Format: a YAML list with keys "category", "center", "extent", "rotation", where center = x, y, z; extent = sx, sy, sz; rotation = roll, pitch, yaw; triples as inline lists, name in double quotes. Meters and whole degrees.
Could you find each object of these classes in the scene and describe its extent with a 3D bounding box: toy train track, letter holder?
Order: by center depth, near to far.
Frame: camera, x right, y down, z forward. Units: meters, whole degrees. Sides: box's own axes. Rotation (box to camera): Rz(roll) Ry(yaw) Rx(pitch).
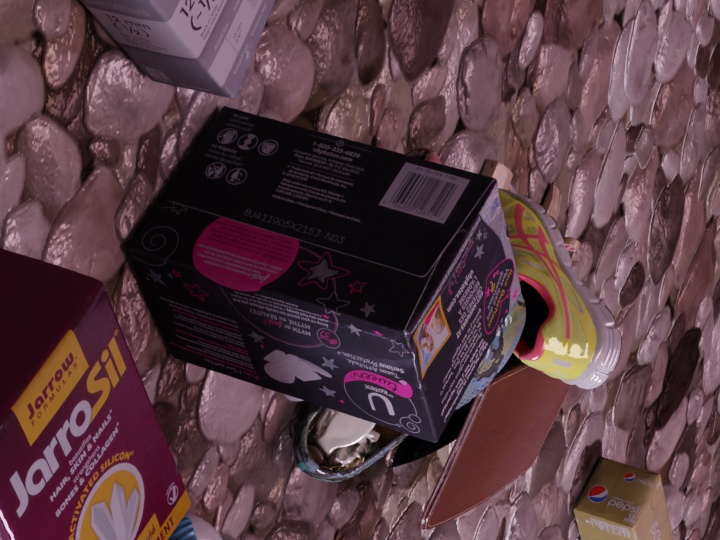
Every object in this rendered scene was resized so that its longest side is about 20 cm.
- category: "letter holder"
  center: [0.075, 0.099, 1.866]
  extent: [0.200, 0.100, 0.143]
  rotation: [-21, 136, -59]
- category: "toy train track"
  center: [0.141, -0.033, 2.002]
  extent: [0.115, 0.032, 0.200]
  rotation: [-67, 152, -16]

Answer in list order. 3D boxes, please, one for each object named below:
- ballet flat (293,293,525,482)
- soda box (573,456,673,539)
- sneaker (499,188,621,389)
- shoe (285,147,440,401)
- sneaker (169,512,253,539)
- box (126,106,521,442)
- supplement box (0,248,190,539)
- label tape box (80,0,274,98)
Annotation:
- category: "ballet flat"
  center: [0.035, 0.080, 1.717]
  extent: [0.200, 0.074, 0.074]
  rotation: [-43, 152, 5]
- category: "soda box"
  center: [0.260, 0.268, 2.359]
  extent: [0.068, 0.064, 0.201]
  rotation: [-58, 150, -30]
- category: "sneaker"
  center: [0.108, 0.003, 1.801]
  extent: [0.090, 0.200, 0.078]
  rotation: [7, 124, -44]
- category: "shoe"
  center: [0.000, 0.000, 1.713]
  extent: [0.200, 0.071, 0.091]
  rotation: [-41, 114, -29]
- category: "sneaker"
  center: [-0.101, 0.203, 1.613]
  extent: [0.201, 0.076, 0.081]
  rotation: [76, 31, -56]
- category: "box"
  center: [-0.019, 0.000, 1.515]
  extent: [0.133, 0.199, 0.115]
  rotation: [-58, 151, -30]
- category: "supplement box"
  center: [-0.186, 0.103, 1.350]
  extent: [0.131, 0.103, 0.201]
  rotation: [-56, 147, -31]
- category: "label tape box"
  center: [-0.106, -0.208, 1.387]
  extent: [0.144, 0.066, 0.200]
  rotation: [-67, 154, -15]
